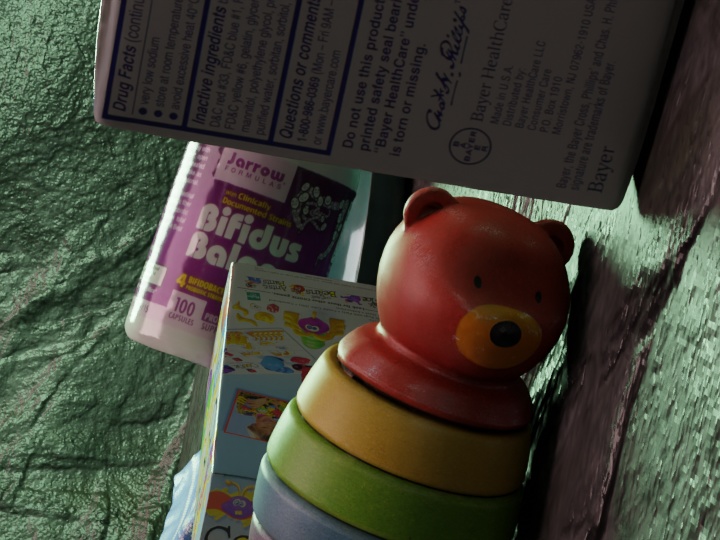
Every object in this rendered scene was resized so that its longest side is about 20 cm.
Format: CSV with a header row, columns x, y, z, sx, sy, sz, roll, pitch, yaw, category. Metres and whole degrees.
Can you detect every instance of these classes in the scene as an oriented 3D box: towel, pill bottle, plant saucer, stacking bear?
x,y,z,sx,sy,sz,roll,pitch,yaw,category
-0.093,0.113,1.838,0.200,0.024,0.145,-60,7,23,towel
-0.066,-0.035,1.608,0.112,0.112,0.200,179,109,-84,pill bottle
0.000,0.000,1.641,0.200,0.027,0.200,-170,90,-83,plant saucer
0.022,0.066,1.018,0.114,0.121,0.200,-119,48,-69,stacking bear

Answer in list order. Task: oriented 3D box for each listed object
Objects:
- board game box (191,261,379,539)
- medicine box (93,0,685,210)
x,y,z,sx,sy,sz,roll,pitch,yaw,category
-0.037,0.100,1.460,0.200,0.105,0.103,-88,9,-56,board game box
0.008,-0.123,0.967,0.182,0.200,0.103,-91,13,-59,medicine box
